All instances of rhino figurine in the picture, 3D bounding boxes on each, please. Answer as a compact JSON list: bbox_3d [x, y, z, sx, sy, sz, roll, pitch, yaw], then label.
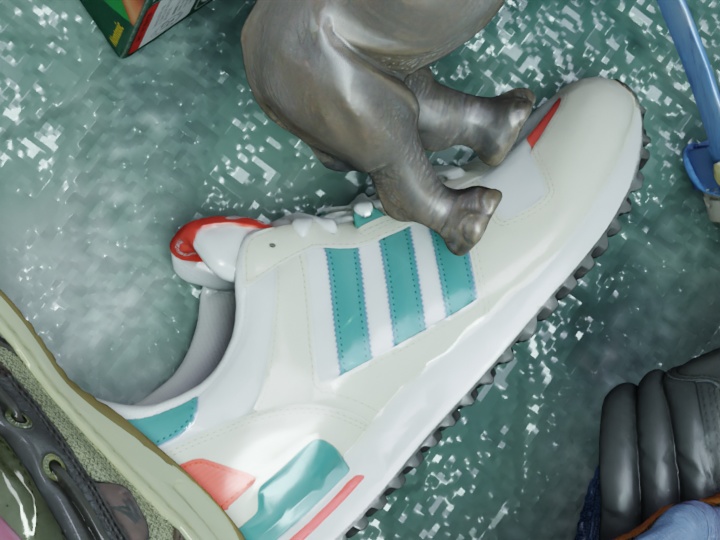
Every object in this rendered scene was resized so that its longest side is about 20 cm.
[{"bbox_3d":[0.037,-0.110,0.815,0.087,0.060,0.200,26,105,-7],"label":"rhino figurine"}]

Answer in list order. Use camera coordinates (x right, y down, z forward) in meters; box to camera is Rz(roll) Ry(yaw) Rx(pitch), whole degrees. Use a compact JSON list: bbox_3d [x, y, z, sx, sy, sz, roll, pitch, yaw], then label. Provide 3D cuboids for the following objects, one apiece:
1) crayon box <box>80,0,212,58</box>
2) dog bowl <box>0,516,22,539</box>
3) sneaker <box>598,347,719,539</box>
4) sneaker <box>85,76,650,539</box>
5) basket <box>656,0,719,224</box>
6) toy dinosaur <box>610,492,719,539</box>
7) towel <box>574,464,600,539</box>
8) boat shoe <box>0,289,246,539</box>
[{"bbox_3d":[-0.082,-0.169,0.822,0.058,0.200,0.173,-35,86,-18],"label":"crayon box"},{"bbox_3d":[-0.138,0.115,0.756,0.200,0.200,0.074,45,53,1],"label":"dog bowl"},{"bbox_3d":[0.118,0.109,0.825,0.099,0.071,0.200,-10,98,16],"label":"sneaker"},{"bbox_3d":[0.000,0.000,0.866,0.093,0.070,0.200,43,75,-6],"label":"sneaker"},{"bbox_3d":[0.181,-0.057,0.882,0.176,0.139,0.200,-19,91,-15],"label":"basket"},{"bbox_3d":[0.067,0.081,0.753,0.200,0.105,0.182,31,77,22],"label":"toy dinosaur"},{"bbox_3d":[0.155,0.125,0.882,0.200,0.049,0.112,15,75,-7],"label":"towel"},{"bbox_3d":[-0.118,0.046,0.815,0.201,0.066,0.072,38,113,8],"label":"boat shoe"}]
